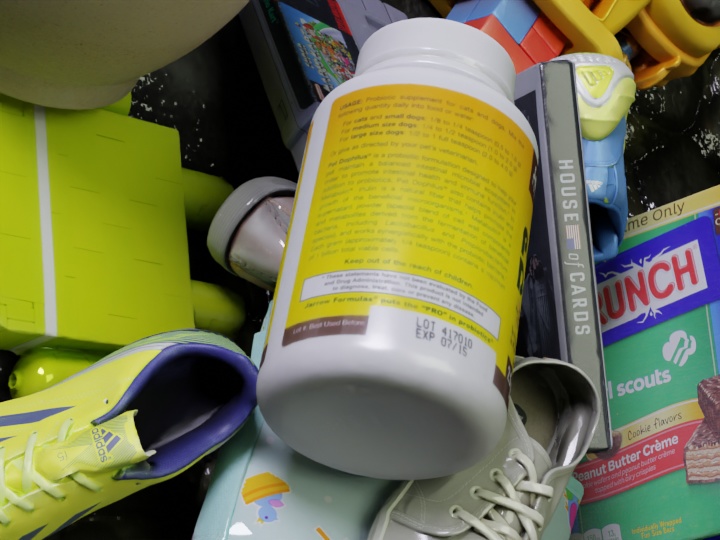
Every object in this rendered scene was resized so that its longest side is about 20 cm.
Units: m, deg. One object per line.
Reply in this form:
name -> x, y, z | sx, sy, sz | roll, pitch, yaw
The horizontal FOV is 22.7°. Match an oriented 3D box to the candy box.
candy box -> 0.185, 0.067, 1.041 | 0.077, 0.169, 0.200 | 18, 60, -42

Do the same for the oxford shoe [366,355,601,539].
oxford shoe -> 0.056, 0.110, 0.811 | 0.075, 0.058, 0.200 | 46, 50, -18

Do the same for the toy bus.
toy bus -> 0.129, -0.162, 1.127 | 0.200, 0.136, 0.192 | 43, 61, -26

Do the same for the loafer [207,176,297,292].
loafer -> 0.000, 0.000, 0.936 | 0.063, 0.072, 0.200 | 39, 15, 30

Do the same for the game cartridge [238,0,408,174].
game cartridge -> 0.000, -0.098, 0.976 | 0.130, 0.038, 0.200 | 26, 30, -39

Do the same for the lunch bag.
lunch bag -> -0.001, 0.131, 0.873 | 0.200, 0.122, 0.170 | 42, 49, -31

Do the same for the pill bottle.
pill bottle -> 0.022, -0.014, 0.811 | 0.109, 0.109, 0.200 | 32, 52, -30

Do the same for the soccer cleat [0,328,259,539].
soccer cleat -> -0.130, 0.082, 0.770 | 0.200, 0.084, 0.065 | -30, 103, -27

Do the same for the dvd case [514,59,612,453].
dvd case -> 0.085, 0.000, 0.970 | 0.025, 0.150, 0.200 | -4, 85, -19

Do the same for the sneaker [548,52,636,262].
sneaker -> 0.112, -0.047, 1.034 | 0.076, 0.200, 0.105 | 3, 75, 1

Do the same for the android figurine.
android figurine -> -0.141, -0.018, 0.857 | 0.200, 0.041, 0.182 | 9, 68, -45

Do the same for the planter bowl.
planter bowl -> -0.136, -0.160, 0.830 | 0.200, 0.135, 0.200 | 21, 31, -13
